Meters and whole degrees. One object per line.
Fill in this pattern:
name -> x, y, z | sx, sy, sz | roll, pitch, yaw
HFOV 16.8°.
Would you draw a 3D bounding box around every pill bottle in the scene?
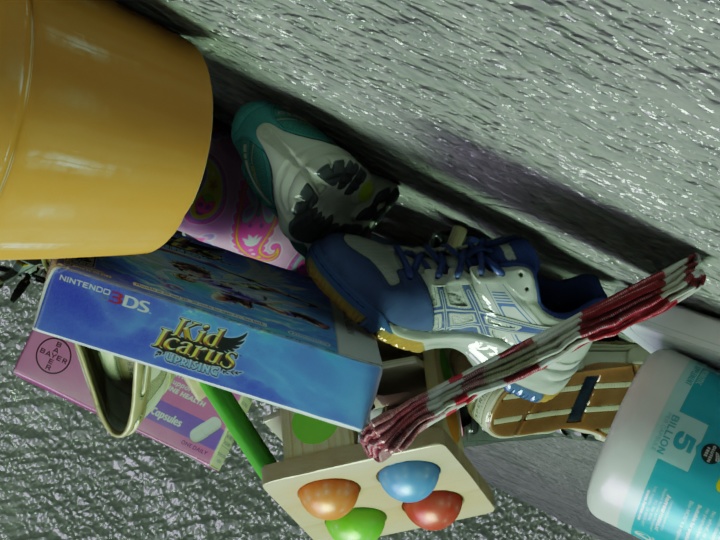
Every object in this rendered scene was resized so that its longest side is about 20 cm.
pill bottle -> 0.242, 0.133, 1.433 | 0.199, 0.111, 0.111 | 24, 173, 12

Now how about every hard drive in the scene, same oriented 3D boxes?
hard drive -> 0.258, 0.068, 1.461 | 0.199, 0.027, 0.132 | 19, 170, 41

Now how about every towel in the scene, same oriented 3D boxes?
towel -> 0.092, 0.051, 1.339 | 0.023, 0.199, 0.144 | 63, 175, 5

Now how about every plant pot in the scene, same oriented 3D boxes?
plant pot -> -0.188, -0.086, 1.333 | 0.182, 0.202, 0.200 | 11, -178, -31

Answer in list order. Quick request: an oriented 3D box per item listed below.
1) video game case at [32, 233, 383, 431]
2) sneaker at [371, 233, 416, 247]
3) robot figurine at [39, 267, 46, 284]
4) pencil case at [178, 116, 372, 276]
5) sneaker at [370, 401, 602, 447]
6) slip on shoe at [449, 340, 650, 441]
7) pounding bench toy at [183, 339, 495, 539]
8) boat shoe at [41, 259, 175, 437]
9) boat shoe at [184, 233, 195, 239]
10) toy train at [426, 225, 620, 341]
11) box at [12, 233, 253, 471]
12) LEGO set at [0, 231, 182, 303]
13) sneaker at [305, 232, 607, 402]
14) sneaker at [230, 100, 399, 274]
video game case -> -0.090, 0.023, 1.457 | 0.198, 0.046, 0.181 | 18, -170, -7
sneaker -> 0.000, 0.000, 1.721 | 0.198, 0.075, 0.082 | 11, 168, 15
robot figurine -> -0.166, -0.028, 1.835 | 0.199, 0.146, 0.058 | 11, -177, 27
pencil case -> -0.080, -0.043, 1.606 | 0.087, 0.088, 0.200 | 18, 169, 47
sneaker -> 0.110, 0.090, 1.700 | 0.199, 0.071, 0.099 | -5, -177, -27
slip on shoe -> 0.143, 0.073, 1.613 | 0.199, 0.076, 0.061 | -1, -146, -38
pounding bench toy -> -0.027, 0.103, 1.615 | 0.198, 0.157, 0.124 | -13, 151, 14
boat shoe -> -0.172, 0.020, 1.626 | 0.073, 0.063, 0.202 | 6, 132, 18
boat shoe -> -0.043, -0.008, 1.837 | 0.199, 0.071, 0.066 | 19, -174, 32
toy train -> 0.111, 0.020, 1.606 | 0.046, 0.034, 0.200 | 14, 167, 45
box -> -0.151, 0.032, 1.945 | 0.175, 0.201, 0.097 | 25, 174, 4
LEGO set -> -0.157, -0.017, 1.734 | 0.199, 0.154, 0.116 | 18, 134, 12
sneaker -> 0.061, 0.006, 1.469 | 0.199, 0.088, 0.075 | 21, -152, -31
sneaker -> -0.030, -0.055, 1.488 | 0.080, 0.077, 0.200 | 45, 175, 17
